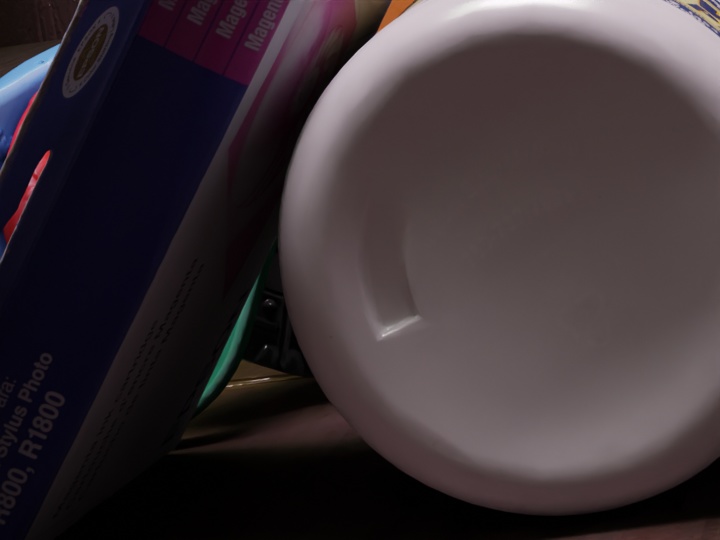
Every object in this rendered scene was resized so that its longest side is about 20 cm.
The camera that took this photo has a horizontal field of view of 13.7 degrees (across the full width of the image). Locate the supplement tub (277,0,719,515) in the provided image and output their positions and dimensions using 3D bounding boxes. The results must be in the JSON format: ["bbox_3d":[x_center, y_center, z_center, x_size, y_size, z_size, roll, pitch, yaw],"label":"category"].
[{"bbox_3d":[0.058,-0.020,0.867,0.143,0.145,0.200,-8,9,8],"label":"supplement tub"}]

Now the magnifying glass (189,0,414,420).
[{"bbox_3d":[-0.039,-0.027,0.976,0.200,0.080,0.022,-48,-7,1],"label":"magnifying glass"}]

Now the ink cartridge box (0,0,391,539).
[{"bbox_3d":[-0.058,-0.014,0.846,0.043,0.197,0.200,29,18,7],"label":"ink cartridge box"}]

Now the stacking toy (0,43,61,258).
[{"bbox_3d":[-0.060,-0.024,1.217,0.199,0.110,0.116,13,36,40],"label":"stacking toy"}]

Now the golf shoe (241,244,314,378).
[{"bbox_3d":[0.000,0.000,1.067,0.199,0.078,0.094,-4,-2,-36],"label":"golf shoe"}]
